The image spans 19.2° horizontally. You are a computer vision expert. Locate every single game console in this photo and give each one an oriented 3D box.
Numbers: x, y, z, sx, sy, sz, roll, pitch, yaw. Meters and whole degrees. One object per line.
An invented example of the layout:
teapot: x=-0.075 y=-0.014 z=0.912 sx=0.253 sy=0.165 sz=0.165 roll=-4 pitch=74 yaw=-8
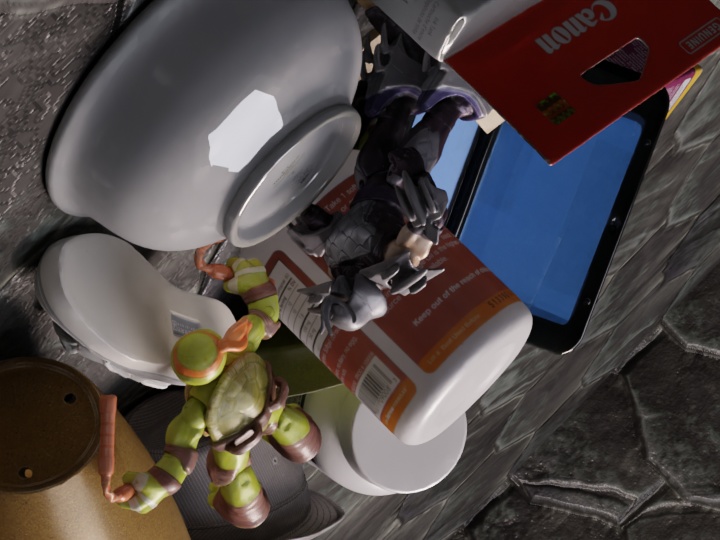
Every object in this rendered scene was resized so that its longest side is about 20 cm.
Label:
game console: x=0.094 y=-0.058 z=1.408 sx=0.176 sy=0.116 sz=0.201 roll=10 pitch=102 yaw=-60

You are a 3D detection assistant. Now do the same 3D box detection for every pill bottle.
pill bottle: x=0.005 y=0.104 z=1.596 sx=0.120 sy=0.120 sz=0.200 roll=-43 pitch=-163 yaw=-9
pill bottle: x=0.000 y=0.000 z=1.291 sx=0.112 sy=0.200 sz=0.112 roll=-42 pitch=166 yaw=-13

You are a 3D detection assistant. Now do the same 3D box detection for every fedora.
fedora: x=-0.107 y=0.137 z=1.511 sx=0.199 sy=0.176 sz=0.091 roll=-12 pitch=109 yaw=-42

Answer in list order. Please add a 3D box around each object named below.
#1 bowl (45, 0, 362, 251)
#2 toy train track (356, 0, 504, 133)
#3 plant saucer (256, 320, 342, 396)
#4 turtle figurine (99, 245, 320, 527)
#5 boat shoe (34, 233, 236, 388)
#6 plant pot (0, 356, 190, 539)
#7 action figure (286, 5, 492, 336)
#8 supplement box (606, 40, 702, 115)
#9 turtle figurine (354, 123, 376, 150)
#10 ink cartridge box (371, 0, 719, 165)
bowl: x=-0.064 y=-0.077 z=1.122 sx=0.201 sy=0.090 sz=0.201 roll=-42 pitch=165 yaw=-14
toy train track: x=0.041 y=-0.140 z=1.294 sx=0.114 sy=0.033 sz=0.200 roll=-37 pitch=147 yaw=10
plant saucer: x=-0.011 y=0.040 z=1.541 sx=0.199 sy=0.031 sz=0.200 roll=-17 pitch=-167 yaw=4
turtle figurine: x=-0.069 y=0.069 z=1.214 sx=0.201 sy=0.064 sz=0.162 roll=-65 pitch=153 yaw=-23
boat shoe: x=-0.141 y=0.029 z=1.241 sx=0.068 sy=0.073 sz=0.200 roll=-14 pitch=166 yaw=22
plant pot: x=-0.190 y=0.148 z=1.254 sx=0.186 sy=0.186 sz=0.201 roll=-39 pitch=152 yaw=-26
action figure: x=0.014 y=-0.051 z=1.174 sx=0.130 sy=0.069 sz=0.201 roll=-8 pitch=-126 yaw=46
supplement box: x=0.151 y=-0.122 z=1.593 sx=0.131 sy=0.103 sz=0.200 roll=-53 pitch=165 yaw=28
turtle figurine: x=0.001 y=-0.043 z=1.454 sx=0.162 sy=0.064 sz=0.201 roll=-55 pitch=160 yaw=-31
ink cartridge box: x=0.108 y=-0.168 z=1.192 sx=0.200 sy=0.174 sz=0.044 roll=-34 pitch=161 yaw=-39
